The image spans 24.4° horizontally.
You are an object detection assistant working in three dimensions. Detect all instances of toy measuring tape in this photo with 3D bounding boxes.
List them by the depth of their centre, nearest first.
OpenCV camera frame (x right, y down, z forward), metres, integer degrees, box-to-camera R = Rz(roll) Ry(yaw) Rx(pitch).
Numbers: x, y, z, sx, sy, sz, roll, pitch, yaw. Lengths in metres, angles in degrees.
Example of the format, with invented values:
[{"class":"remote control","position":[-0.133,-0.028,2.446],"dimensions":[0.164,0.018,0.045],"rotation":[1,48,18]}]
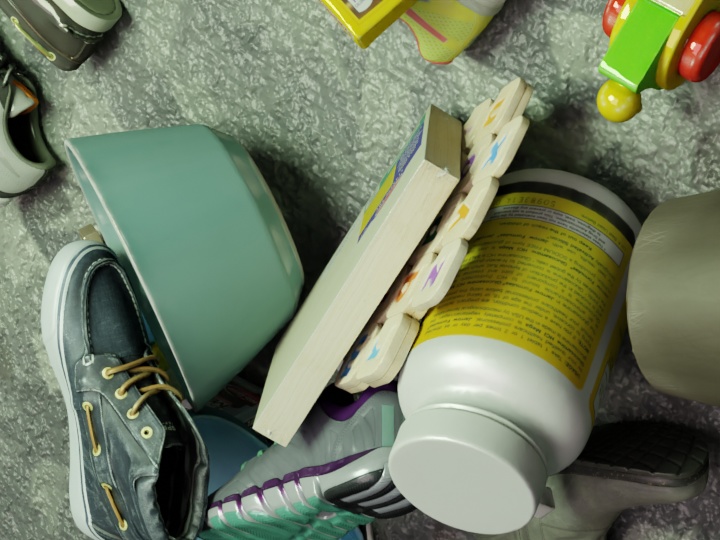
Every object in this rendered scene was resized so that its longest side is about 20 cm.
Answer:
[{"class":"toy measuring tape","position":[0.192,-0.170,0.933],"dimensions":[0.074,0.074,0.200],"rotation":[33,97,22]}]

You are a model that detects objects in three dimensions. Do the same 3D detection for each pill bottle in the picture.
[{"class":"pill bottle","position":[0.088,0.046,0.955],"dimensions":[0.112,0.200,0.113],"rotation":[16,141,13]}]

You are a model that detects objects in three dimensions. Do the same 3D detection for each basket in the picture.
[{"class":"basket","position":[0.257,0.018,0.891],"dimensions":[0.200,0.136,0.181],"rotation":[0,102,38]}]

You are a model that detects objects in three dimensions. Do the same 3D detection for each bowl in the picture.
[{"class":"bowl","position":[-0.108,-0.017,1.115],"dimensions":[0.201,0.105,0.201],"rotation":[60,168,20]}]

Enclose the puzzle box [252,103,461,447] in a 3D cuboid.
[{"class":"puzzle box","position":[0.000,0.000,1.023],"dimensions":[0.025,0.133,0.200],"rotation":[31,109,-6]}]

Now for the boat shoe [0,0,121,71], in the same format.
[{"class":"boat shoe","position":[-0.259,-0.230,1.203],"dimensions":[0.201,0.072,0.061],"rotation":[47,120,11]}]

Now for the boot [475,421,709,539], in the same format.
[{"class":"boot","position":[0.146,0.168,1.055],"dimensions":[0.200,0.068,0.131],"rotation":[-6,103,45]}]

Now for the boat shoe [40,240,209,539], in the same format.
[{"class":"boat shoe","position":[-0.143,0.079,1.064],"dimensions":[0.091,0.071,0.201],"rotation":[0,99,44]}]

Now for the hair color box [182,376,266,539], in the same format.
[{"class":"hair color box","position":[-0.135,0.167,1.244],"dimensions":[0.099,0.061,0.200],"rotation":[25,117,25]}]

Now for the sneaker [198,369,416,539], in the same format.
[{"class":"sneaker","position":[-0.030,0.122,1.055],"dimensions":[0.200,0.074,0.088],"rotation":[-23,51,42]}]

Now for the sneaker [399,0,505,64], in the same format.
[{"class":"sneaker","position":[0.001,-0.201,1.033],"dimensions":[0.200,0.078,0.090],"rotation":[42,130,19]}]

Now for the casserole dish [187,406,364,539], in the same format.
[{"class":"casserole dish","position":[-0.087,0.171,1.171],"dimensions":[0.121,0.039,0.200],"rotation":[-42,113,14]}]

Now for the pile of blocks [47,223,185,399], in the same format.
[{"class":"pile of blocks","position":[-0.186,0.038,1.177],"dimensions":[0.200,0.062,0.082],"rotation":[52,165,49]}]

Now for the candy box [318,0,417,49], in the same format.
[{"class":"candy box","position":[0.041,-0.232,0.963],"dimensions":[0.200,0.026,0.102],"rotation":[-42,76,2]}]

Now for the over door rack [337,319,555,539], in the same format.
[{"class":"over door rack","position":[0.029,0.098,1.064],"dimensions":[0.148,0.067,0.200],"rotation":[-44,49,36]}]

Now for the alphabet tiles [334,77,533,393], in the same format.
[{"class":"alphabet tiles","position":[0.044,-0.019,0.988],"dimensions":[0.015,0.200,0.196],"rotation":[29,164,-10]}]

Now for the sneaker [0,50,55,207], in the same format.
[{"class":"sneaker","position":[-0.286,-0.149,1.254],"dimensions":[0.079,0.074,0.200],"rotation":[-16,101,27]}]
